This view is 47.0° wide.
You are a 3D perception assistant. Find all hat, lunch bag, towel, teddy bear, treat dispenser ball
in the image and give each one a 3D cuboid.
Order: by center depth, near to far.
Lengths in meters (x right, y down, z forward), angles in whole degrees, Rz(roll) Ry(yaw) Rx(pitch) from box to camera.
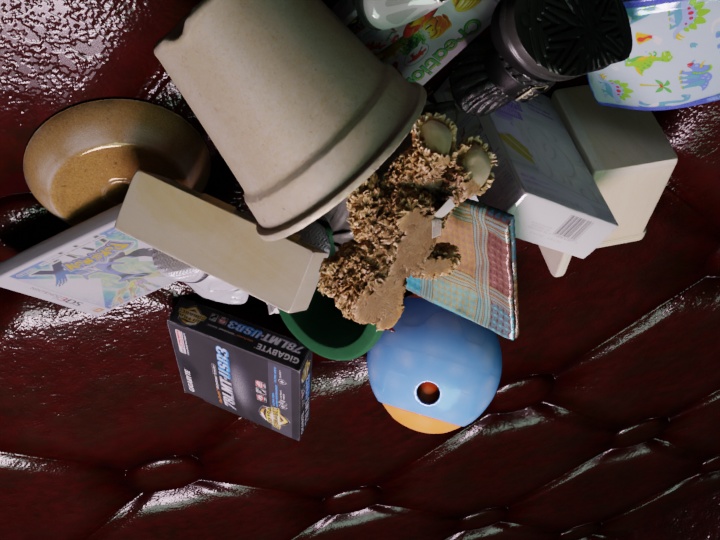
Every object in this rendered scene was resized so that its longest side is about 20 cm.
[{"bbox_3d":[0.040,-0.047,0.752,0.142,0.067,0.204,3,119,-33],"label":"teddy bear"},{"bbox_3d":[0.311,-0.250,0.819,0.196,0.130,0.170,-17,147,21],"label":"lunch bag"},{"bbox_3d":[0.080,-0.021,0.858,0.022,0.198,0.149,-33,130,-30],"label":"towel"},{"bbox_3d":[0.000,0.000,1.006,0.175,0.167,0.200,-33,172,-46],"label":"hat"},{"bbox_3d":[0.106,0.132,1.200,0.196,0.204,0.203,-10,145,-7],"label":"treat dispenser ball"}]

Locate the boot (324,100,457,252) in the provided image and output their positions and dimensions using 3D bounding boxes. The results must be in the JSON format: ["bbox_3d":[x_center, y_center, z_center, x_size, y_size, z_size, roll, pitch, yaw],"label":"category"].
[{"bbox_3d":[0.035,-0.074,0.816,0.198,0.133,0.067,-24,178,40],"label":"boot"}]

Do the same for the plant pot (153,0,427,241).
[{"bbox_3d":[-0.073,-0.164,0.721,0.199,0.202,0.184,-33,112,24],"label":"plant pot"}]

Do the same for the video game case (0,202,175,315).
[{"bbox_3d":[-0.292,-0.006,0.964,0.196,0.022,0.182,-22,158,18],"label":"video game case"}]

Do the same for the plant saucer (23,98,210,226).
[{"bbox_3d":[-0.257,-0.095,0.890,0.195,0.036,0.202,-11,145,-8],"label":"plant saucer"}]

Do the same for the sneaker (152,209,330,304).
[{"bbox_3d":[-0.123,-0.015,0.925,0.195,0.077,0.115,-4,163,8],"label":"sneaker"}]

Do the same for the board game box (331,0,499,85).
[{"bbox_3d":[0.031,-0.232,0.814,0.125,0.035,0.199,23,130,-41],"label":"board game box"}]

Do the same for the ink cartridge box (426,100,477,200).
[{"bbox_3d":[0.100,-0.100,0.982,0.197,0.087,0.148,13,137,-36],"label":"ink cartridge box"}]

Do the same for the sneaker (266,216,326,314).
[{"bbox_3d":[-0.072,-0.012,1.049,0.079,0.078,0.201,-5,146,-28],"label":"sneaker"}]

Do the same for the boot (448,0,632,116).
[{"bbox_3d":[0.134,-0.191,0.738,0.155,0.082,0.209,-8,-178,41],"label":"boot"}]

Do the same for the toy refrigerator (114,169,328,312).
[{"bbox_3d":[-0.135,-0.032,0.825,0.071,0.196,0.076,-65,170,4],"label":"toy refrigerator"}]

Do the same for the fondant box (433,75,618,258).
[{"bbox_3d":[0.172,-0.120,0.879,0.142,0.203,0.058,13,134,-35],"label":"fondant box"}]

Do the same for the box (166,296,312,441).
[{"bbox_3d":[-0.164,0.141,1.156,0.194,0.050,0.202,19,144,9],"label":"box"}]

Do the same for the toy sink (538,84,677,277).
[{"bbox_3d":[0.284,-0.107,1.005,0.109,0.132,0.202,-9,144,-9],"label":"toy sink"}]

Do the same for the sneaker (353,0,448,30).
[{"bbox_3d":[0.091,-0.261,0.677,0.199,0.115,0.076,-37,126,-7],"label":"sneaker"}]
